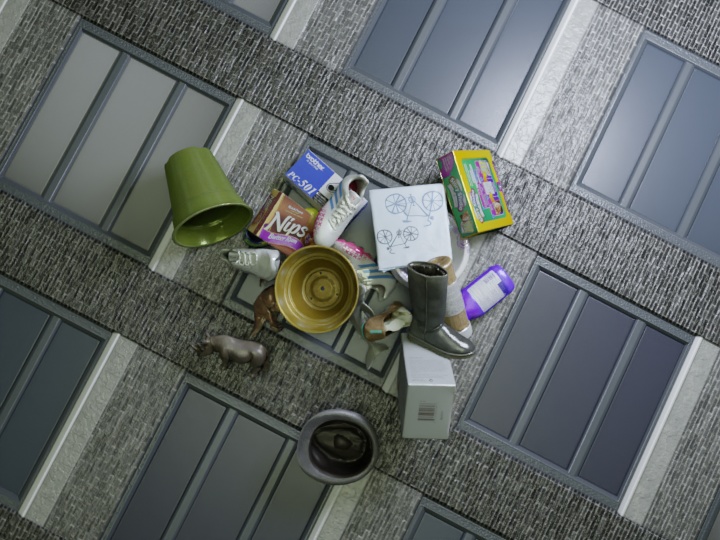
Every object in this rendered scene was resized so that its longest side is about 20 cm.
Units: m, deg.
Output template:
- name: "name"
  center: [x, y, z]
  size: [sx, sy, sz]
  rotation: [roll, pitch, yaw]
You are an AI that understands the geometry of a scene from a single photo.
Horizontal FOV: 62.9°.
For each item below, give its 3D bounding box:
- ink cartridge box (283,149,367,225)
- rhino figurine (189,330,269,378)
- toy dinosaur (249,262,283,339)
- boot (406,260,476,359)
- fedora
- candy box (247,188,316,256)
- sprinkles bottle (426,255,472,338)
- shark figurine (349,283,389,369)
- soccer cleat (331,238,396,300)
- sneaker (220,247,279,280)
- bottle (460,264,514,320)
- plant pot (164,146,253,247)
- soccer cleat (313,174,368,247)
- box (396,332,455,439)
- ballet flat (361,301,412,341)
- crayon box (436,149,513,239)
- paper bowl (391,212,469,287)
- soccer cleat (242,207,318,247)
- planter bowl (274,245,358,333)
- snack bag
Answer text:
- name: "ink cartridge box"
  center: [-0.087, -0.199, 1.475]
  size: [0.200, 0.044, 0.094]
  rotation: [41, 75, 2]
- name: "rhino figurine"
  center: [-0.316, 0.196, 1.425]
  size: [0.198, 0.060, 0.088]
  rotation: [14, 122, -3]
- name: "toy dinosaur"
  center: [-0.222, 0.069, 1.446]
  size: [0.135, 0.086, 0.200]
  rotation: [41, 99, 10]
- name: "boot"
  center: [0.181, 0.087, 1.308]
  size: [0.180, 0.073, 0.202]
  rotation: [15, 120, 19]
- name: "fedora"
  center: [-0.055, 0.417, 1.417]
  size: [0.198, 0.090, 0.179]
  rotation: [7, 87, -7]
- name: "candy box"
  center: [-0.157, -0.091, 1.413]
  size: [0.200, 0.056, 0.117]
  rotation: [36, 85, -40]
- name: "sprinkles bottle"
  center: [0.204, 0.068, 1.363]
  size: [0.068, 0.068, 0.201]
  rotation: [-21, 113, -3]
- name: "shark figurine"
  center: [-0.016, 0.125, 1.441]
  size: [0.089, 0.128, 0.216]
  rotation: [-26, 115, -24]
- name: "soccer cleat"
  center: [0.000, 0.000, 1.438]
  size: [0.199, 0.070, 0.087]
  rotation: [32, 68, -13]
- name: "sneaker"
  center: [-0.262, -0.020, 1.391]
  size: [0.087, 0.199, 0.075]
  rotation: [14, 82, -42]
- name: "bottle"
  center: [0.284, 0.074, 1.462]
  size: [0.199, 0.065, 0.084]
  rotation: [-39, 87, -3]
- name: "plant pot"
  center: [-0.384, -0.186, 1.419]
  size: [0.199, 0.200, 0.191]
  rotation: [-24, 74, -3]
- name: "soccer cleat"
  center: [-0.046, -0.145, 1.384]
  size: [0.070, 0.086, 0.201]
  rotation: [35, 69, -27]
- name: "box"
  center: [0.146, 0.261, 1.356]
  size: [0.105, 0.200, 0.154]
  rotation: [2, 118, -1]
- name: "ballet flat"
  center: [0.079, 0.119, 1.390]
  size: [0.072, 0.199, 0.069]
  rotation: [-4, 97, 31]
- name: "crayon box"
  center: [0.280, -0.189, 1.435]
  size: [0.172, 0.058, 0.202]
  rotation: [-14, 85, -46]
- name: "paper bowl"
  center: [0.160, -0.048, 1.445]
  size: [0.198, 0.104, 0.203]
  rotation: [0, 84, -4]
- name: "soccer cleat"
  center: [-0.193, -0.106, 1.451]
  size: [0.198, 0.084, 0.065]
  rotation: [-20, 85, -8]
- name: "planter bowl"
  center: [-0.096, 0.043, 1.385]
  size: [0.198, 0.083, 0.203]
  rotation: [0, 90, 8]
- name: "snack bag"
  center: [0.122, -0.102, 1.386]
  size: [0.187, 0.021, 0.202]
  rotation: [-6, 83, -5]
